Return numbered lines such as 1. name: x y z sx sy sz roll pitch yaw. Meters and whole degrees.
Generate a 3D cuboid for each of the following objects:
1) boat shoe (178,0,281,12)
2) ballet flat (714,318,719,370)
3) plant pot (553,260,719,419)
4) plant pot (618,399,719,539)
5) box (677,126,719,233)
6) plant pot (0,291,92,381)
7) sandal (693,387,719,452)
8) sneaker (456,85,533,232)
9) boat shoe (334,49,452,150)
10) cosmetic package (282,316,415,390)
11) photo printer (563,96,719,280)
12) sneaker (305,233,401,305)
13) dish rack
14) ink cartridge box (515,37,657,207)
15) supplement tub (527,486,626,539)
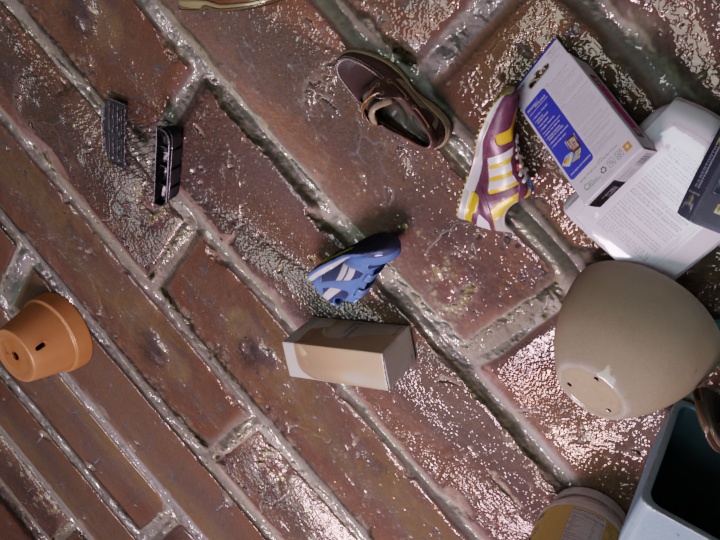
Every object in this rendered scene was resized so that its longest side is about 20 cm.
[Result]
1. boat shoe: -0.197 -0.421 1.042 0.200 0.072 0.068 12 121 31
2. ballet flat: 0.504 0.140 0.868 0.200 0.068 0.067 45 174 30
3. plant pot: 0.322 0.107 0.883 0.200 0.134 0.200 36 154 20
4. plant pot: 0.453 0.336 0.936 0.196 0.196 0.200 28 136 19
5. box: 0.464 -0.090 0.734 0.200 0.051 0.158 21 107 2
6. plant pot: -0.755 0.170 1.659 0.200 0.140 0.200 14 121 26
7. sandal: 0.468 0.185 0.857 0.200 0.082 0.055 22 136 -32
8. sneaker: 0.195 -0.144 0.935 0.090 0.075 0.200 21 130 13
9. boat shoe: 0.035 -0.236 0.984 0.200 0.072 0.072 43 129 8
10. cosmetic package: -0.020 0.136 1.188 0.200 0.105 0.071 2 114 31
11. photo printer: 0.369 -0.092 0.841 0.166 0.069 0.200 43 128 8
12. sneaker: 0.000 0.000 1.130 0.200 0.074 0.082 -23 101 46
13. dish rack: -0.411 -0.224 1.292 0.200 0.055 0.154 27 124 20
14. ink cartridge box: 0.263 -0.182 0.855 0.095 0.037 0.200 -52 51 39
15. supplement tub: 0.319 0.437 1.056 0.145 0.200 0.146 14 120 26
